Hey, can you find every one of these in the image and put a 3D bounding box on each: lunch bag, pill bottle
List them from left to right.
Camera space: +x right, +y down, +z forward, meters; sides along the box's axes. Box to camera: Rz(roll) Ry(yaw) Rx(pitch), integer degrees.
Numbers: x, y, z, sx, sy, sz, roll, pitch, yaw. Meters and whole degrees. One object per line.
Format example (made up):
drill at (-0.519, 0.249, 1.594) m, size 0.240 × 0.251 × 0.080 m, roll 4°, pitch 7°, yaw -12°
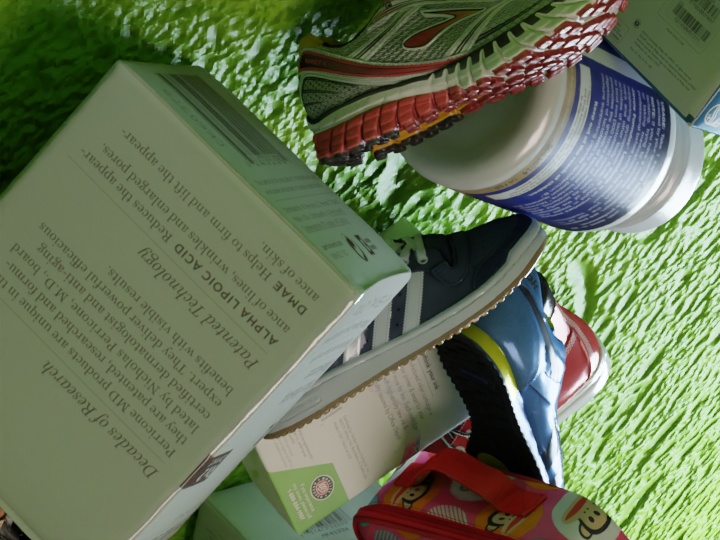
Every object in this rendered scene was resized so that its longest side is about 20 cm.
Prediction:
lunch bag at (0.092, 0.182, 1.631) m, size 0.082 × 0.199 × 0.177 m, roll -45°, pitch 120°, yaw -26°
pill bottle at (0.112, -0.086, 1.548) m, size 0.116 × 0.116 × 0.200 m, roll -51°, pitch 147°, yaw 15°

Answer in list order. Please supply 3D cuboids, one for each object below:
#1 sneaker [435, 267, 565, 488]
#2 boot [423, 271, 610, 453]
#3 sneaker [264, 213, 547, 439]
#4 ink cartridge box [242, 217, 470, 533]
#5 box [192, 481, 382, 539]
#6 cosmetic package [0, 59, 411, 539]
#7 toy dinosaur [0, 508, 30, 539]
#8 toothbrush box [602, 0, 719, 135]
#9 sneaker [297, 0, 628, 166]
sneaker at (0.101, 0.076, 1.621) m, size 0.078 × 0.066 × 0.201 m, roll -48°, pitch 144°, yaw -26°
boot at (0.063, 0.089, 1.760) m, size 0.200 × 0.072 × 0.144 m, roll -46°, pitch 145°, yaw 0°
sneaker at (0.000, 0.000, 1.517) m, size 0.199 × 0.109 × 0.070 m, roll -33°, pitch -169°, yaw 5°
ink cartridge box at (0.011, 0.052, 1.633) m, size 0.199 × 0.067 × 0.117 m, roll -33°, pitch 133°, yaw -12°
box at (-0.047, 0.239, 1.765) m, size 0.124 × 0.097 × 0.201 m, roll -13°, pitch 130°, yaw -37°
cosmetic package at (-0.108, 0.022, 1.350) m, size 0.200 × 0.165 × 0.165 m, roll -47°, pitch 174°, yaw 11°
toy dinosaur at (-0.198, 0.136, 1.516) m, size 0.135 × 0.103 × 0.200 m, roll 23°, pitch 138°, yaw -36°
toothbrush box at (0.221, -0.143, 1.567) m, size 0.199 × 0.147 × 0.085 m, roll 14°, pitch 120°, yaw -52°
sneaker at (0.051, -0.127, 1.415) m, size 0.199 × 0.083 × 0.078 m, roll -24°, pitch 172°, yaw 18°
